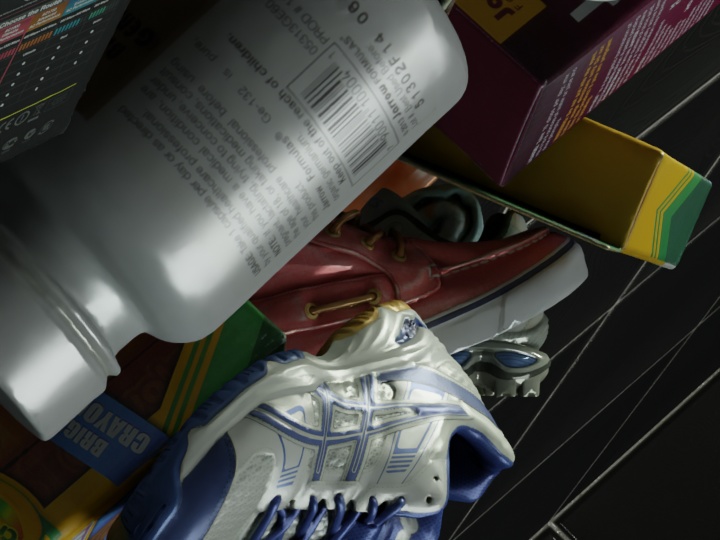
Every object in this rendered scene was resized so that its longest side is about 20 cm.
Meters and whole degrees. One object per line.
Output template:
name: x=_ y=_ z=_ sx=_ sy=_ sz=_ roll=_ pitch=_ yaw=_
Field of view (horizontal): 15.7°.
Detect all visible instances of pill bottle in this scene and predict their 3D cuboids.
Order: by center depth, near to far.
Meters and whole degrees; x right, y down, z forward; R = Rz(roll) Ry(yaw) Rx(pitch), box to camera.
pill bottle: x=-0.069 y=-0.040 z=0.919 sx=0.200 sy=0.114 sz=0.114 roll=-44 pitch=168 yaw=-10

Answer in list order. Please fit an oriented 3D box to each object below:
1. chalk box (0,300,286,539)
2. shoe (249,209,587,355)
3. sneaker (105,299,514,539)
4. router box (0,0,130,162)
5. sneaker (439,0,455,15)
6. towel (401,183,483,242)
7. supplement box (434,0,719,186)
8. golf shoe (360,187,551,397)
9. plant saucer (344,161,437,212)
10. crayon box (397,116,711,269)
chalk box: x=-0.145 y=0.069 z=0.996 sx=0.200 sy=0.125 sz=0.124 roll=-42 pitch=167 yaw=-24
shoe: x=0.000 y=0.000 z=1.127 sx=0.200 sy=0.091 sz=0.071 roll=-23 pitch=-175 yaw=-18
sneaker: x=-0.010 y=0.076 z=0.977 sx=0.200 sy=0.088 sz=0.075 roll=-29 pitch=162 yaw=-50
router box: x=-0.136 y=-0.075 z=0.699 sx=0.200 sy=0.062 sz=0.150 roll=-32 pitch=163 yaw=-48
sneaker: x=-0.004 y=-0.099 z=1.024 sx=0.200 sy=0.070 sz=0.076 roll=-61 pitch=-174 yaw=20
towel: x=-0.028 y=0.026 z=1.316 sx=0.200 sy=0.048 sz=0.171 roll=-32 pitch=178 yaw=-3
supplement box: x=0.096 y=-0.146 z=1.141 sx=0.200 sy=0.110 sz=0.086 roll=-40 pitch=166 yaw=-27
golf shoe: x=-0.010 y=0.011 z=1.198 sx=0.200 sy=0.097 sz=0.078 roll=1 pitch=180 yaw=-22
plant saucer: x=0.026 y=-0.084 z=1.299 sx=0.200 sy=0.032 sz=0.200 roll=-44 pitch=167 yaw=-13
crayon box: x=0.086 y=-0.050 z=1.219 sx=0.052 sy=0.126 sz=0.200 roll=-67 pitch=166 yaw=4
